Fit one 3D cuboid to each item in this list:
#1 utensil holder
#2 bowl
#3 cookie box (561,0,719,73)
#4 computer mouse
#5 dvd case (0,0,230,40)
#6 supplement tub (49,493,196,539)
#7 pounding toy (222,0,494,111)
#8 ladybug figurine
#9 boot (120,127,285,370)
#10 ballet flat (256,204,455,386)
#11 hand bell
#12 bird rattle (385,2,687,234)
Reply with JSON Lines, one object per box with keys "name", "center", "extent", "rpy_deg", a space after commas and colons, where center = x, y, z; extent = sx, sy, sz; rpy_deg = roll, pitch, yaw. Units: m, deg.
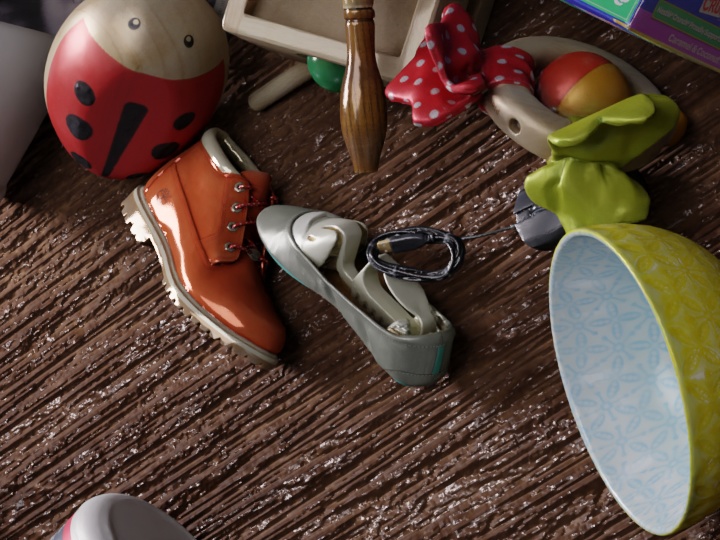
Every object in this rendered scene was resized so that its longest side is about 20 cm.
{"name": "utensil holder", "center": [-0.316, -0.177, 1.859], "extent": [0.170, 0.170, 0.200], "rpy_deg": [37, 98, 36]}
{"name": "bowl", "center": [0.207, 0.056, 1.444], "extent": [0.108, 0.200, 0.200], "rpy_deg": [-15, 62, -15]}
{"name": "cookie box", "center": [0.161, -0.206, 1.521], "extent": [0.200, 0.171, 0.075], "rpy_deg": [32, 100, 37]}
{"name": "computer mouse", "center": [0.097, -0.035, 1.573], "extent": [0.200, 0.034, 0.059], "rpy_deg": [-16, 64, 13]}
{"name": "dvd case", "center": [-0.188, -0.216, 1.726], "extent": [0.149, 0.200, 0.016], "rpy_deg": [117, 164, -54]}
{"name": "supplement tub", "center": [-0.203, 0.272, 1.676], "extent": [0.200, 0.140, 0.140], "rpy_deg": [-47, 56, 17]}
{"name": "pounding toy", "center": [-0.001, -0.200, 1.676], "extent": [0.184, 0.142, 0.200], "rpy_deg": [18, 91, 23]}
{"name": "ladybug figurine", "center": [-0.172, -0.134, 1.748], "extent": [0.200, 0.136, 0.072], "rpy_deg": [116, 162, -48]}
{"name": "boot", "center": [-0.096, -0.019, 1.721], "extent": [0.107, 0.075, 0.200], "rpy_deg": [-43, 56, 13]}
{"name": "ballet flat", "center": [0.000, 0.000, 1.644], "extent": [0.200, 0.067, 0.064], "rpy_deg": [47, 140, 30]}
{"name": "hand bell", "center": [-0.002, -0.166, 1.562], "extent": [0.104, 0.104, 0.200], "rpy_deg": [4, 99, 36]}
{"name": "bird rattle", "center": [0.126, -0.105, 1.533], "extent": [0.200, 0.163, 0.113], "rpy_deg": [33, 125, 31]}
